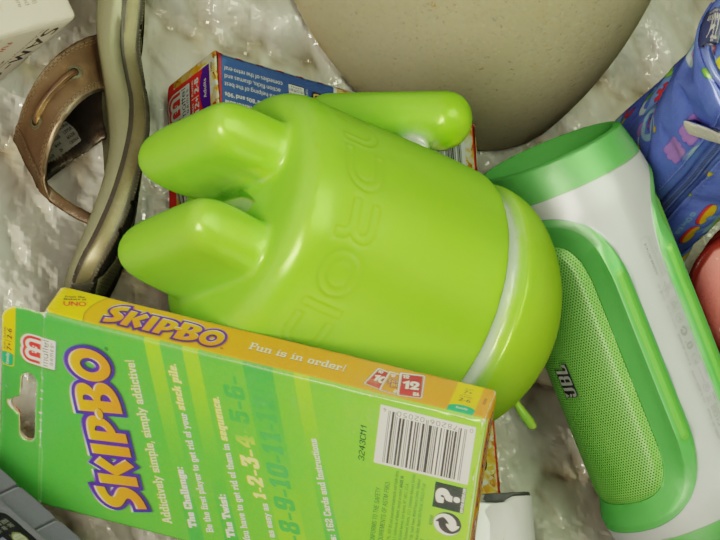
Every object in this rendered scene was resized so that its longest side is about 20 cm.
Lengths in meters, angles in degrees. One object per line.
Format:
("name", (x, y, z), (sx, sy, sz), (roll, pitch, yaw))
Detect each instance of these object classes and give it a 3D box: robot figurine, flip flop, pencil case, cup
("robot figurine", (0.000, 0.000, 1.090), (0.199, 0.115, 0.177), (22, 65, -29))
("flip flop", (-0.121, -0.073, 1.131), (0.057, 0.081, 0.202), (3, 68, -8))
("pencil case", (0.163, -0.063, 1.258), (0.078, 0.200, 0.087), (36, 61, -1))
("cup", (0.077, -0.180, 1.280), (0.199, 0.143, 0.202), (16, 60, -30))

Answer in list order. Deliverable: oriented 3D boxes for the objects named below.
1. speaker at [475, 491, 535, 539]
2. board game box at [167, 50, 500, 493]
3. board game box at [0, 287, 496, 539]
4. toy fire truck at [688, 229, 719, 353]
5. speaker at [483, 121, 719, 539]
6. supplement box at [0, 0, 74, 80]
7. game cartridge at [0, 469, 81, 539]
("speaker", (0.042, 0.196, 1.092), (0.081, 0.081, 0.202), (0, 82, -37))
("board game box", (-0.012, 0.014, 1.184), (0.151, 0.046, 0.202), (14, 62, -33))
("board game box", (-0.049, 0.069, 1.042), (0.198, 0.096, 0.030), (12, 33, 8))
("toy fire truck", (0.258, 0.036, 1.294), (0.169, 0.199, 0.112), (64, 12, 0))
("speaker", (0.126, 0.036, 1.234), (0.088, 0.088, 0.201), (-30, 102, -42))
("supplement box", (-0.233, -0.123, 1.062), (0.199, 0.073, 0.127), (-20, 82, -41))
("game cartridge", (-0.167, 0.105, 0.945), (0.129, 0.039, 0.200), (35, 15, 10))
